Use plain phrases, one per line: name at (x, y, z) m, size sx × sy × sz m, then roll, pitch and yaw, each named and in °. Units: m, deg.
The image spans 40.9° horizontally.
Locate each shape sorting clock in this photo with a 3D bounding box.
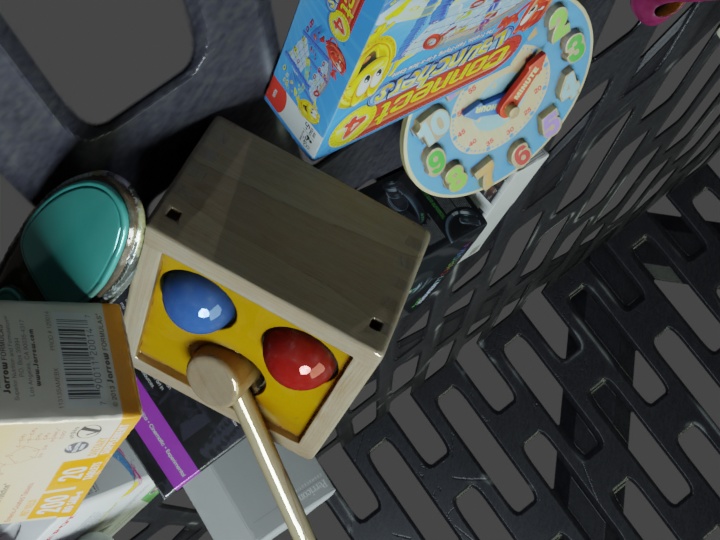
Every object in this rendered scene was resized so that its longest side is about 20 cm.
shape sorting clock at (0.118, -0.142, 0.812) m, size 0.197 × 0.039 × 0.202 m, roll -22°, pitch 139°, yaw -20°

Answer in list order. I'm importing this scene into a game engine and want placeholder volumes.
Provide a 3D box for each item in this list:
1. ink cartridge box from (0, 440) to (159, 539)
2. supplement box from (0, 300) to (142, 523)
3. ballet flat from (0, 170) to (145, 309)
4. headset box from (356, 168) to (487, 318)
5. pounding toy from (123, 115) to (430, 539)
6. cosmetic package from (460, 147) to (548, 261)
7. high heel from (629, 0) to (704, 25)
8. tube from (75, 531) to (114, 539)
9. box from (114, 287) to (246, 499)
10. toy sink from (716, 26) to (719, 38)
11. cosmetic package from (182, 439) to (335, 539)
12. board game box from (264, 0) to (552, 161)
ink cartridge box at (-0.281, 0.214, 0.933) m, size 0.145 × 0.084 × 0.199 m, roll -42°, pitch 166°, yaw 18°
supplement box at (-0.228, 0.078, 0.490) m, size 0.197 × 0.075 × 0.126 m, roll 3°, pitch 143°, yaw -35°
ballet flat at (-0.175, 0.007, 0.564) m, size 0.200 × 0.073 × 0.072 m, roll -40°, pitch 167°, yaw 30°
headset box at (0.000, 0.000, 0.956) m, size 0.198 × 0.093 × 0.175 m, roll -27°, pitch 163°, yaw -38°
pounding toy at (-0.062, 0.050, 0.633) m, size 0.144 × 0.182 × 0.201 m, roll -64°, pitch -177°, yaw -38°
cosmetic package at (0.115, -0.087, 1.002) m, size 0.050 × 0.083 × 0.201 m, roll -28°, pitch 163°, yaw -26°
high heel at (0.317, -0.261, 0.922) m, size 0.067 × 0.097 × 0.200 m, roll -36°, pitch 167°, yaw -4°
tube at (-0.279, 0.327, 0.980) m, size 0.057 × 0.053 × 0.201 m, roll 4°, pitch 143°, yaw -16°
box at (-0.105, 0.051, 0.729) m, size 0.198 × 0.144 × 0.036 m, roll -35°, pitch 178°, yaw -9°
toy sink at (0.627, -0.373, 1.353) m, size 0.198 × 0.113 × 0.131 m, roll -33°, pitch 167°, yaw -22°
cosmetic package at (-0.125, 0.164, 0.931) m, size 0.106 × 0.201 × 0.090 m, roll -27°, pitch 164°, yaw -39°
board game box at (0.054, -0.177, 0.581) m, size 0.198 × 0.056 × 0.197 m, roll -30°, pitch 165°, yaw -32°
